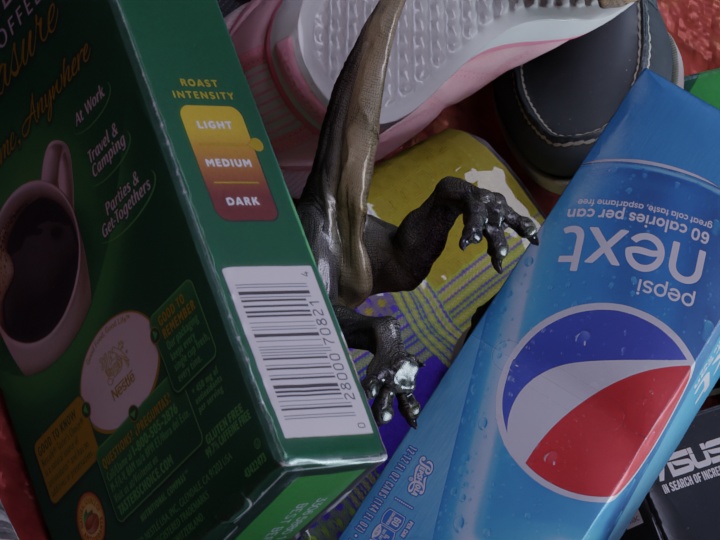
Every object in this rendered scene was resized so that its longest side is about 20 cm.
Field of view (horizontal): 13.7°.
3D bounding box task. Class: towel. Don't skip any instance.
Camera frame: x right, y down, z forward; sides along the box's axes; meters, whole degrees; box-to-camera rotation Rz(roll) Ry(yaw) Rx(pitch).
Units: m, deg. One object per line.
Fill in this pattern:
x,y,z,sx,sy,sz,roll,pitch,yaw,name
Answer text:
0.022,0.034,1.010,0.200,0.023,0.144,-29,80,-47,towel

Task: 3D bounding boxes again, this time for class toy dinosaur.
0.000,0.000,0.893,0.047,0.200,0.088,17,5,-43,toy dinosaur

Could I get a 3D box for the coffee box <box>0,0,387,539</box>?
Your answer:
-0.068,-0.003,0.893,0.044,0.123,0.200,-3,60,-38,coffee box

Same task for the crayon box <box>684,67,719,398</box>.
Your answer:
0.189,-0.024,1.167,0.200,0.051,0.127,-16,70,-45,crayon box

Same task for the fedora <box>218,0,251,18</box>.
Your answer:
-0.019,-0.168,1.055,0.200,0.177,0.090,-19,40,-28,fedora

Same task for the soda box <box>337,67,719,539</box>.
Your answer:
0.061,0.044,0.909,0.064,0.068,0.200,30,78,14,soda box

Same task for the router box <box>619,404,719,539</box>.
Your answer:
0.160,0.114,1.014,0.200,0.062,0.150,-14,77,-43,router box

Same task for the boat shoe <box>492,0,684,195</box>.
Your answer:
0.075,-0.110,1.112,0.200,0.073,0.062,-89,159,-45,boat shoe

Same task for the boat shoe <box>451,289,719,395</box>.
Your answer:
0.122,0.002,1.029,0.201,0.063,0.074,-22,73,-36,boat shoe

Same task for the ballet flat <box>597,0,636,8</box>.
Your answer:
0.034,-0.160,0.962,0.200,0.067,0.068,45,22,-10,ballet flat

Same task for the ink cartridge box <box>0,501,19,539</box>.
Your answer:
-0.165,0.092,0.770,0.146,0.084,0.200,-10,67,-42,ink cartridge box

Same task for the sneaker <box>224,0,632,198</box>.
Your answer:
0.015,-0.087,1.028,0.200,0.105,0.075,-34,93,-42,sneaker
